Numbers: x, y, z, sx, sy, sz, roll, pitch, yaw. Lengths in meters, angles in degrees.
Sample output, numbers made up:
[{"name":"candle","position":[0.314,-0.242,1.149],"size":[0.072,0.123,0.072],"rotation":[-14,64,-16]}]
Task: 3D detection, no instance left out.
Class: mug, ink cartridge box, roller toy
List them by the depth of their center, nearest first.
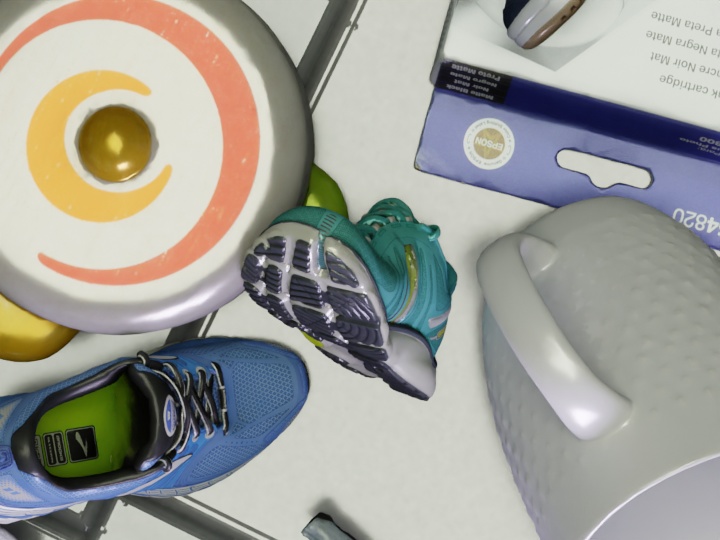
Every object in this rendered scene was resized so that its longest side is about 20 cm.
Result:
[{"name":"mug","position":[0.121,0.049,1.358],"size":[0.147,0.200,0.176],"rotation":[-36,54,17]},{"name":"roller toy","position":[-0.117,-0.060,1.394],"size":[0.199,0.140,0.183],"rotation":[-14,91,1]},{"name":"ink cartridge box","position":[0.143,-0.123,1.439],"size":[0.199,0.041,0.201],"rotation":[14,91,0]}]

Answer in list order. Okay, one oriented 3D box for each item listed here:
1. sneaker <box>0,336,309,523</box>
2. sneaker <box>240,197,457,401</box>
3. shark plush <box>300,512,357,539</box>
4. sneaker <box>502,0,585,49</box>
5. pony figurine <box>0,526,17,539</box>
[{"name":"sneaker","position":[-0.102,0.078,1.393],"size":[0.199,0.089,0.079],"rotation":[-16,91,-36]},{"name":"sneaker","position":[0.000,0.000,1.372],"size":[0.077,0.200,0.080],"rotation":[21,82,18]},{"name":"shark plush","position":[0.050,0.197,1.426],"size":[0.091,0.083,0.201],"rotation":[-28,91,1]},{"name":"sneaker","position":[0.100,-0.210,1.342],"size":[0.108,0.070,0.200],"rotation":[35,88,-2]},{"name":"pony figurine","position":[-0.267,0.110,1.392],"size":[0.166,0.193,0.201],"rotation":[-21,72,-2]}]
